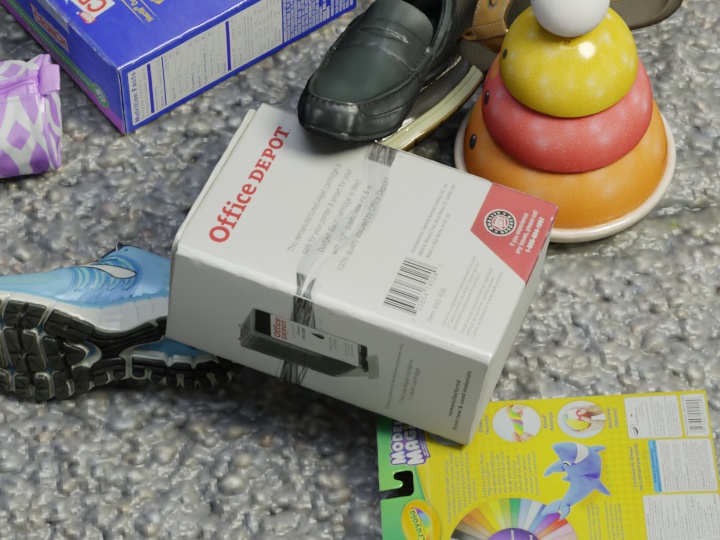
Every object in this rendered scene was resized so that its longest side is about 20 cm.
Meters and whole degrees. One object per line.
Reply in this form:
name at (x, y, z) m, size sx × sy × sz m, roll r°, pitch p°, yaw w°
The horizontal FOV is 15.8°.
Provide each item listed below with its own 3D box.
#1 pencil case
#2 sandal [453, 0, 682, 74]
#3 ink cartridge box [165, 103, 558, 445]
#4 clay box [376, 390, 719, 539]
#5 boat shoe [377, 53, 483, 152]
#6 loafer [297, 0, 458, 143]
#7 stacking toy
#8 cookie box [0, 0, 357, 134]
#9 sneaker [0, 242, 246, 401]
pencil case at (-0.295, -0.099, 1.712) m, size 0.200 × 0.086 × 0.084 m, roll -6°, pitch 54°, yaw -4°
sandal at (0.118, -0.171, 1.727) m, size 0.200 × 0.082 × 0.055 m, roll -8°, pitch 20°, yaw 14°
ink cartridge box at (0.000, 0.000, 1.561) m, size 0.200 × 0.083 × 0.147 m, roll 20°, pitch 46°, yaw 8°
clay box at (0.112, 0.133, 1.537) m, size 0.200 × 0.048 × 0.115 m, roll -3°, pitch 50°, yaw 2°
boat shoe at (-0.005, -0.090, 1.691) m, size 0.200 × 0.073 × 0.065 m, roll -38°, pitch 92°, yaw -24°
loafer at (0.012, -0.136, 1.616) m, size 0.068 × 0.070 × 0.201 m, roll 17°, pitch 28°, yaw 14°
stacking toy at (0.132, -0.128, 1.643) m, size 0.146 × 0.200 × 0.146 m, roll -1°, pitch 51°, yaw 1°
cookie box at (-0.130, -0.209, 1.796) m, size 0.200 × 0.075 × 0.171 m, roll -31°, pitch 57°, yaw -21°
sneaker at (-0.166, 0.027, 1.630) m, size 0.200 × 0.078 × 0.090 m, roll 3°, pitch 36°, yaw -2°
